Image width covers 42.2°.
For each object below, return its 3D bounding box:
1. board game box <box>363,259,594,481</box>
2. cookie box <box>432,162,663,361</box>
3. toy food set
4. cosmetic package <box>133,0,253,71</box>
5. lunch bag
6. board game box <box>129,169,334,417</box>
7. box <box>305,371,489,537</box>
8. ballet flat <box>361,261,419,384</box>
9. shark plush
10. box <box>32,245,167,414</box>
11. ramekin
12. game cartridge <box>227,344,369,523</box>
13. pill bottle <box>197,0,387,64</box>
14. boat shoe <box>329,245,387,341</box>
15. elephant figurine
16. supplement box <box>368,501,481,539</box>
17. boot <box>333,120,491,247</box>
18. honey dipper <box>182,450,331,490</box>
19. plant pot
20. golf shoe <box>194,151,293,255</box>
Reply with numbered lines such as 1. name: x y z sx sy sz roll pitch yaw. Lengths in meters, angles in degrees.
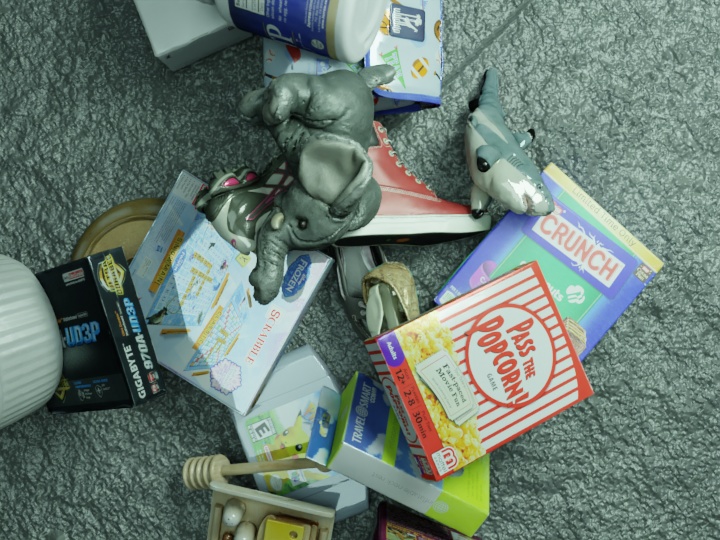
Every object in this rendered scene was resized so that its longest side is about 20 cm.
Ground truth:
1. board game box: 0.122 0.099 0.955 0.198 0.046 0.153 -25 90 -19
2. cookie box: 0.206 0.013 1.043 0.171 0.075 0.201 41 90 3
3. toy food set: -0.111 0.338 1.040 0.141 0.061 0.203 11 109 3
4. cosmetic package: -0.212 -0.346 1.064 0.111 0.081 0.203 -21 90 2
5. lunch bag: -0.007 -0.262 1.031 0.196 0.124 0.173 0 89 2
6. board game box: -0.161 0.025 1.047 0.198 0.041 0.202 31 91 5
7. box: 0.045 0.192 1.008 0.198 0.123 0.048 28 121 -8
8. ballet flat: 0.041 0.089 0.993 0.070 0.065 0.203 -32 68 42
9. shark plush: 0.157 -0.136 1.032 0.082 0.202 0.092 -4 134 -1
10. box: -0.300 0.070 1.013 0.198 0.046 0.162 -11 97 46
11. ramekin: -0.410 0.077 1.015 0.198 0.104 0.204 18 117 40
12. game cartridge: -0.068 0.196 1.074 0.131 0.040 0.203 -22 89 -2
13. pill bottle: -0.079 -0.290 0.926 0.197 0.120 0.121 20 90 13
14. boat shoe: 0.000 0.000 1.061 0.066 0.057 0.203 -17 89 2
15. elephant figurine: -0.037 -0.086 0.928 0.154 0.140 0.203 -23 79 42
16. supplement box: 0.064 0.335 0.983 0.129 0.200 0.105 18 91 3
17. boot: 0.053 -0.103 1.036 0.197 0.072 0.147 0 77 -25
18. honey dipper: -0.111 0.219 1.032 0.197 0.038 0.039 -11 89 29
19. plant pot: -0.249 0.016 1.088 0.196 0.027 0.204 0 89 3
20. golf shoe: -0.087 -0.080 1.018 0.199 0.077 0.089 -29 81 -41
